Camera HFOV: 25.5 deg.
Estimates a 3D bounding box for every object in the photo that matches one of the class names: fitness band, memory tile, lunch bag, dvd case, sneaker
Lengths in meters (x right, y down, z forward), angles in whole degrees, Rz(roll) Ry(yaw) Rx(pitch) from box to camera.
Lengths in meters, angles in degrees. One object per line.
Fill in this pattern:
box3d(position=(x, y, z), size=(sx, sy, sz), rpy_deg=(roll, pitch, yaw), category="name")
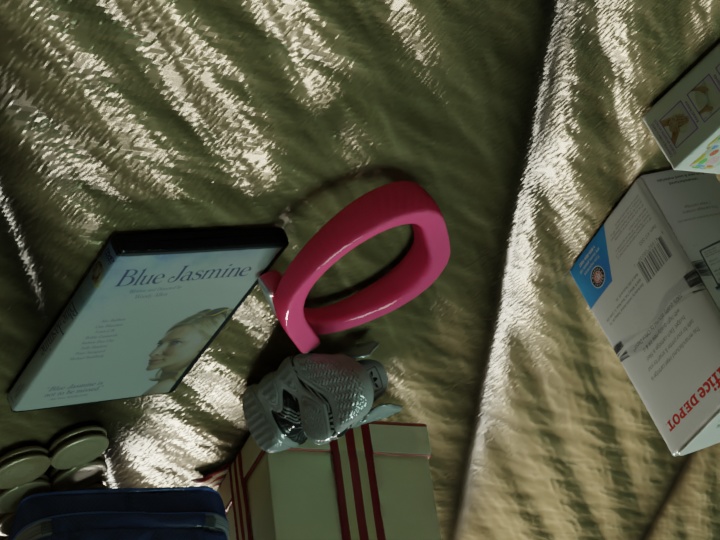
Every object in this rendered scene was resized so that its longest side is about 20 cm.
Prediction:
box3d(position=(0.000, 0.000, 1.186), size=(0.144, 0.037, 0.200), rpy_deg=(-31, 161, -3), category="fitness band")
box3d(position=(-0.282, 0.193, 1.323), size=(0.153, 0.017, 0.200), rpy_deg=(-18, 153, -20), category="memory tile")
box3d(position=(-0.195, 0.250, 1.335), size=(0.200, 0.132, 0.136), rpy_deg=(0, 147, -20), category="lunch bag")
box3d(position=(-0.154, 0.036, 1.145), size=(0.143, 0.018, 0.200), rpy_deg=(-4, 146, -40), category="dvd case")
box3d(position=(-0.013, 0.095, 1.302), size=(0.115, 0.075, 0.200), rpy_deg=(-19, 175, -28), category="sneaker")

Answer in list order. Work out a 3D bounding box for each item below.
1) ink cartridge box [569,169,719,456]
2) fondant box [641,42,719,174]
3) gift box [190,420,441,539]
box3d(position=(0.282, 0.034, 1.361), size=(0.086, 0.200, 0.146), rpy_deg=(-13, 152, -29), category="ink cartridge box")
box3d(position=(0.334, -0.155, 1.219), size=(0.144, 0.058, 0.200), rpy_deg=(0, 143, -46), category="fondant box")
box3d(position=(-0.042, 0.226, 1.440), size=(0.200, 0.187, 0.185), rpy_deg=(9, 143, -24), category="gift box")
